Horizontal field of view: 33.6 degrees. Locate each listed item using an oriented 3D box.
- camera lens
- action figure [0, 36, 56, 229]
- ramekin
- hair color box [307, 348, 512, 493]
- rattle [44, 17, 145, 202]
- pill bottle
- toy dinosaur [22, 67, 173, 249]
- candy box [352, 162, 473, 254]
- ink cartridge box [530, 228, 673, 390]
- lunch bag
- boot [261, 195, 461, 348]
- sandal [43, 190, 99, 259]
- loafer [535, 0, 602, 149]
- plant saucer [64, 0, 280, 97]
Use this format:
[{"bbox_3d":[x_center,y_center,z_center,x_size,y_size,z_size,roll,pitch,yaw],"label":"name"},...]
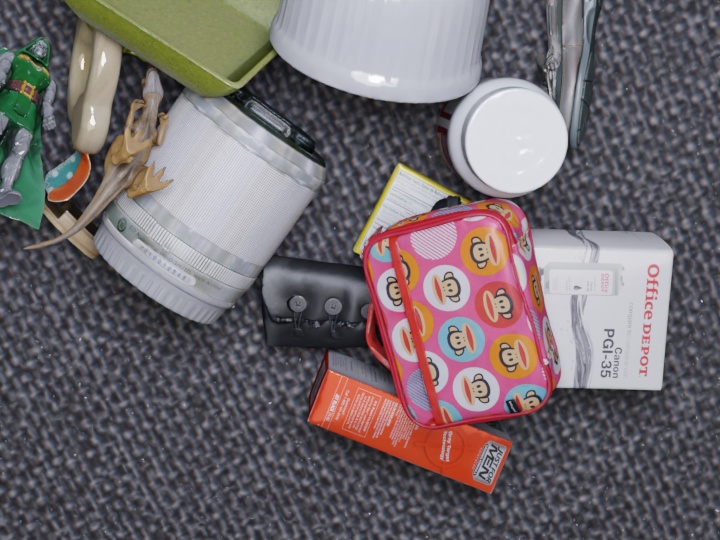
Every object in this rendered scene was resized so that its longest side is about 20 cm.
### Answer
[{"bbox_3d":[-0.141,-0.071,1.143,0.159,0.160,0.201,35,96,-7],"label":"camera lens"},{"bbox_3d":[-0.328,-0.149,1.129,0.054,0.201,0.118,-27,133,33],"label":"action figure"},{"bbox_3d":[0.022,-0.239,1.070,0.199,0.201,0.098,11,122,-3],"label":"ramekin"},{"bbox_3d":[0.048,0.151,1.214,0.198,0.102,0.062,21,97,-4],"label":"hair color box"},{"bbox_3d":[-0.223,-0.156,1.157,0.142,0.130,0.202,10,76,-42],"label":"rattle"},{"bbox_3d":[0.132,-0.126,1.122,0.108,0.200,0.111,0,99,-2],"label":"pill bottle"},{"bbox_3d":[-0.215,-0.087,1.075,0.060,0.106,0.201,36,76,-24],"label":"toy dinosaur"},{"bbox_3d":[0.102,-0.020,1.226,0.199,0.026,0.103,28,98,-6],"label":"candy box"},{"bbox_3d":[0.201,0.036,1.184,0.198,0.083,0.148,1,103,-1],"label":"ink cartridge box"},{"bbox_3d":[0.084,0.042,1.110,0.175,0.082,0.202,-12,100,23],"label":"lunch bag"},{"bbox_3d":[0.000,0.001,1.192,0.198,0.066,0.166,5,105,9],"label":"boot"},{"bbox_3d":[-0.349,-0.076,1.180,0.070,0.078,0.212,-42,103,2],"label":"sandal"},{"bbox_3d":[0.202,-0.223,1.185,0.062,0.072,0.202,7,92,17],"label":"loafer"},{"bbox_3d":[-0.163,-0.240,1.101,0.199,0.200,0.048,33,126,1],"label":"plant saucer"}]
